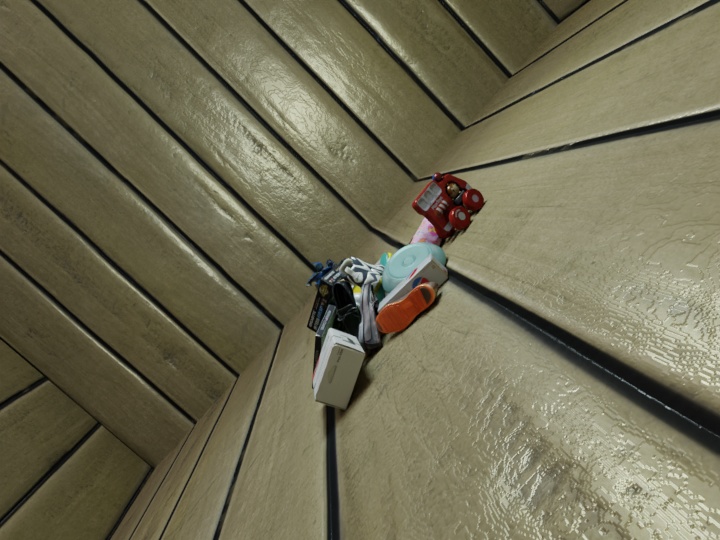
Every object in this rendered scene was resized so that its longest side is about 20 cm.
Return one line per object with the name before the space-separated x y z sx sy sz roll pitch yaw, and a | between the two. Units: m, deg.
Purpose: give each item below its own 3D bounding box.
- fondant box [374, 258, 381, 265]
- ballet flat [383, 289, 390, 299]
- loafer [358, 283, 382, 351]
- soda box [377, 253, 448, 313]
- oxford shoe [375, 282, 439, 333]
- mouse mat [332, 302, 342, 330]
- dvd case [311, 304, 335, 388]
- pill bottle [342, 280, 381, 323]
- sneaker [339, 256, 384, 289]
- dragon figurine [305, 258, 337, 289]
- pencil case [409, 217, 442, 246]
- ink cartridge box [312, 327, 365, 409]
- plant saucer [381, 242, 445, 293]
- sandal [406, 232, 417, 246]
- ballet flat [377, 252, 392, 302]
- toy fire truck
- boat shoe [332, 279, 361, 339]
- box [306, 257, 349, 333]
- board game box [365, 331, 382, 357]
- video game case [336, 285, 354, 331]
fondant box | 0.058 0.032 2.018 0.144 0.058 0.200 -47 9 5
ballet flat | 0.103 0.060 1.605 0.069 0.067 0.201 -59 4 36
loafer | 0.033 0.124 1.486 0.062 0.072 0.203 -7 54 15
soda box | 0.136 0.053 1.438 0.200 0.068 0.064 -45 7 17
oxford shoe | 0.120 0.095 1.384 0.199 0.072 0.073 -35 -5 33
mouse mat | -0.073 0.181 1.702 0.162 0.007 0.203 87 -163 -62
dvd case | -0.108 0.225 1.618 0.151 0.024 0.203 -68 -14 -57
pill bottle | 0.012 0.098 1.738 0.111 0.111 0.201 -41 10 38
sneaker | 0.000 0.000 1.648 0.080 0.128 0.199 -58 -1 19
dragon figurine | -0.124 0.008 1.736 0.199 0.058 0.101 7 -78 -67
pencil case | 0.202 -0.090 1.710 0.087 0.087 0.201 -39 14 46
ink cartridge box | -0.058 0.240 1.371 0.200 0.082 0.149 -146 75 -82
plant saucer | 0.141 -0.015 1.541 0.197 0.036 0.202 -22 36 17
sandal | 0.168 -0.038 1.813 0.080 0.053 0.202 -47 20 49
ballet flat | 0.095 0.034 1.723 0.067 0.066 0.203 -38 37 44
toy fire truck | 0.264 -0.209 1.667 0.201 0.168 0.112 -51 9 -26
boat shoe | -0.035 0.122 1.611 0.074 0.203 0.062 -23 -14 20
box | -0.092 0.080 1.747 0.159 0.046 0.202 -43 -23 -53
board game box | 0.023 0.192 1.529 0.200 0.030 0.095 -49 7 -28
video game case | -0.072 0.172 1.852 0.183 0.022 0.201 -53 -18 -32
